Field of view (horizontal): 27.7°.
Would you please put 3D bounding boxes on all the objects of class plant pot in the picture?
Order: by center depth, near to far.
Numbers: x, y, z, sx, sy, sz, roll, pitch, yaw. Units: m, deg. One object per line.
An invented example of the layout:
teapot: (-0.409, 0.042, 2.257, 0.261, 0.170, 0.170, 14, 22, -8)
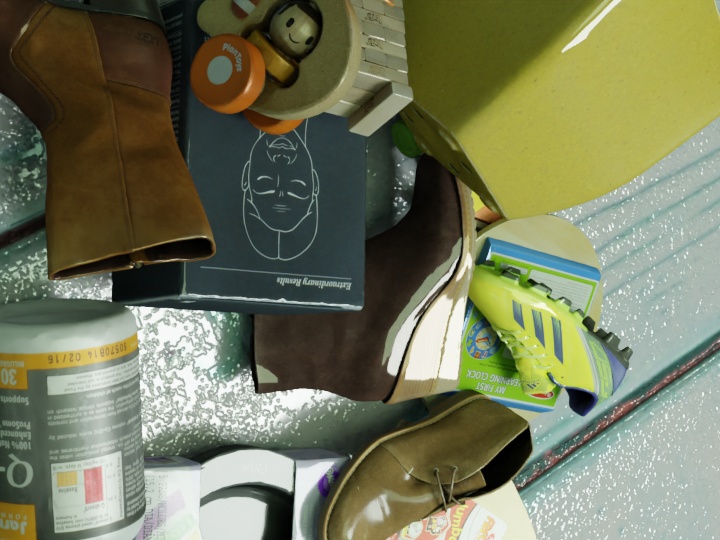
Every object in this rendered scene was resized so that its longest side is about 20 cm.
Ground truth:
plant pot: (0.123, -0.157, 1.045, 0.200, 0.194, 0.196, -44, 141, -2)

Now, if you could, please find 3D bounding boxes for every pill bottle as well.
pill bottle: (-0.202, 0.126, 0.974, 0.115, 0.116, 0.203, -7, 100, -34)

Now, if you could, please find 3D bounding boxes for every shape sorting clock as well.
shape sorting clock: (0.125, 0.047, 1.228, 0.198, 0.039, 0.202, -14, 114, -33)

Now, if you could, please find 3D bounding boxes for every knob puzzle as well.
knob puzzle: (0.064, 0.248, 1.216, 0.217, 0.030, 0.222, -1, 92, -20)

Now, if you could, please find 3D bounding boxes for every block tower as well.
block tower: (-0.009, -0.196, 0.988, 0.057, 0.054, 0.202, 10, 61, -32)

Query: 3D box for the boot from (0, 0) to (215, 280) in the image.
boot: (-0.198, -0.081, 0.903, 0.186, 0.069, 0.202, -4, 64, -21)

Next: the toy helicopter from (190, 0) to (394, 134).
toy helicopter: (-0.048, -0.193, 0.916, 0.079, 0.131, 0.202, 16, 55, -62)

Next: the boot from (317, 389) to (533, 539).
boot: (0.053, 0.160, 1.128, 0.199, 0.075, 0.074, -33, 123, -31)

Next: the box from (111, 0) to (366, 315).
box: (-0.083, -0.073, 1.014, 0.147, 0.107, 0.203, 6, 83, -35)

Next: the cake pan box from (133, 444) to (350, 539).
cake pan box: (-0.097, 0.230, 1.096, 0.183, 0.052, 0.203, 3, 92, -34)

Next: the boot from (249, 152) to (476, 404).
boot: (0.000, 0.000, 1.111, 0.164, 0.072, 0.203, 3, 89, -13)

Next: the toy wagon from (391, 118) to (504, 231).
toy wagon: (0.095, -0.131, 1.190, 0.155, 0.039, 0.202, -34, 116, -27)

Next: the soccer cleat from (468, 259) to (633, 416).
soccer cleat: (0.146, 0.060, 1.183, 0.199, 0.065, 0.084, 33, 93, -39)
